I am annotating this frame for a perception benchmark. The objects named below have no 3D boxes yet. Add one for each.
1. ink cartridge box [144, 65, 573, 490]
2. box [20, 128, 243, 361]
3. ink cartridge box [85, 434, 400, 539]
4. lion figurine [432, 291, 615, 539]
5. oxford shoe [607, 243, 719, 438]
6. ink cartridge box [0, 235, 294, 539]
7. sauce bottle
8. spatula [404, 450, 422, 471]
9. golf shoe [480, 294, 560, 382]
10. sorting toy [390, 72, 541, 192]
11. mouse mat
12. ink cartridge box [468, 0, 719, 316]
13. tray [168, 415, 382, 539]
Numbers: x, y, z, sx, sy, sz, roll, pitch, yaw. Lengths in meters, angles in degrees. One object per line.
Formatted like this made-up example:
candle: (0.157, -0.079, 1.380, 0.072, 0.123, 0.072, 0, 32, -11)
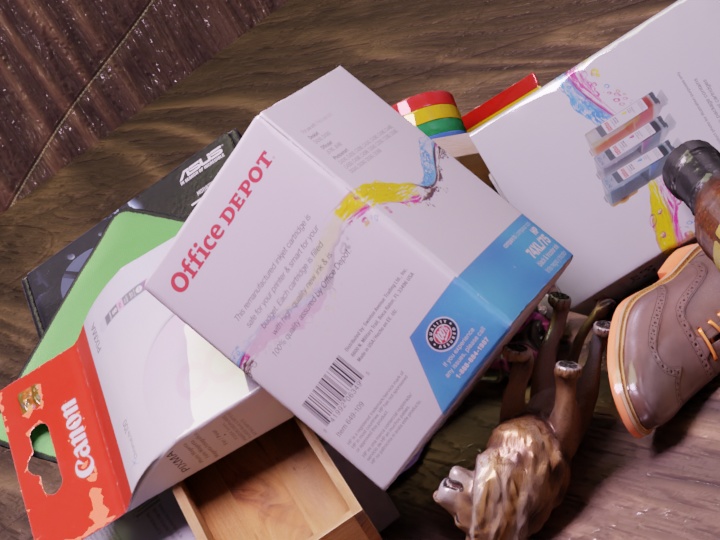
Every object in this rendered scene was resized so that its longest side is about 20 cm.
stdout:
ink cartridge box: (0.000, 0.000, 1.404, 0.147, 0.200, 0.146, -53, -6, 27)
box: (-0.127, 0.024, 1.606, 0.199, 0.086, 0.164, -34, 44, 8)
ink cartridge box: (-0.088, 0.176, 1.530, 0.199, 0.085, 0.144, -38, 20, -7)
lion figurine: (0.117, 0.096, 1.402, 0.072, 0.124, 0.200, 15, 22, 24)
oxford shoe: (0.212, 0.034, 1.409, 0.072, 0.072, 0.200, -15, 23, 35)
ink cartridge box: (-0.153, 0.076, 1.476, 0.199, 0.057, 0.163, -28, 47, 4)
sauce bottle: (0.248, -0.019, 1.384, 0.066, 0.066, 0.200, -32, 39, 2)
spatula: (0.033, 0.093, 1.641, 0.056, 0.021, 0.201, -25, 31, 28)
golf shoe: (0.048, 0.052, 1.622, 0.198, 0.073, 0.092, -5, 12, 6)
sorting toy: (0.075, -0.084, 1.769, 0.198, 0.070, 0.199, -12, -19, -30)
mouse mat: (-0.159, 0.048, 1.542, 0.160, 0.008, 0.201, 11, 65, 39)
ink cartridge box: (0.198, -0.078, 1.555, 0.199, 0.145, 0.145, -31, -9, 9)
tray: (-0.064, 0.139, 1.426, 0.098, 0.037, 0.200, -34, 32, -2)
